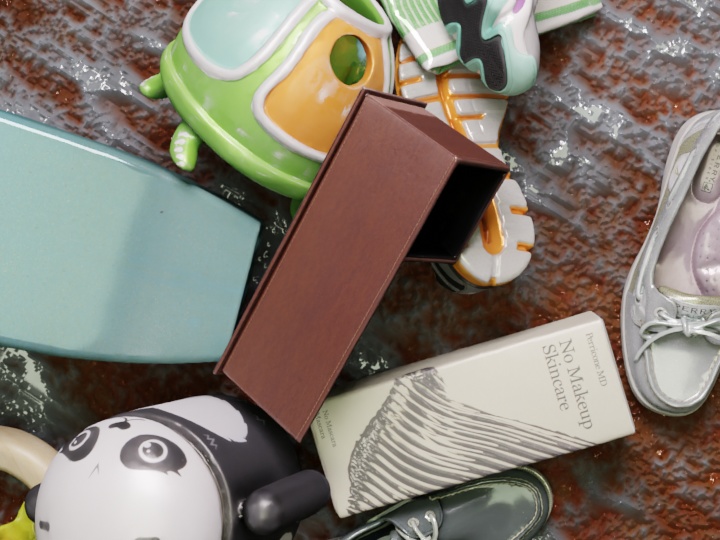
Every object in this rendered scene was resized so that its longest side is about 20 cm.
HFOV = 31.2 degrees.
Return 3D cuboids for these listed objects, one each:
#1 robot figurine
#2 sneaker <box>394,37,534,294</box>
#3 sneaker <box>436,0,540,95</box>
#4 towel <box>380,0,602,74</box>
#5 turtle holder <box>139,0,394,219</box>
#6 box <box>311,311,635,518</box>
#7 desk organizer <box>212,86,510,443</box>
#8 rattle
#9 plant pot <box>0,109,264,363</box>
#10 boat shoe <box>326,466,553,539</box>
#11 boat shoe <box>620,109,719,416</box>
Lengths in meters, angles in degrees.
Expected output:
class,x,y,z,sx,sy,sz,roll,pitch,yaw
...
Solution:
class,x,y,z,sx,sy,sz,roll,pitch,yaw
robot figurine,-0.111,0.140,0.793,0.150,0.200,0.125,-45,75,18
sneaker,0.057,-0.077,0.842,0.078,0.077,0.201,-1,71,-15
sneaker,0.109,-0.213,0.793,0.139,0.078,0.201,-15,84,-20
towel,0.059,-0.237,0.834,0.152,0.023,0.201,-23,88,-22
turtle holder,-0.046,-0.131,0.818,0.141,0.186,0.132,33,113,-12
box,0.071,0.093,0.844,0.199,0.068,0.083,-18,89,6
desk organizer,0.000,0.000,0.776,0.077,0.072,0.201,38,109,28
rattle,-0.281,0.155,0.840,0.200,0.143,0.130,46,131,-5
plant pot,-0.168,-0.014,0.832,0.199,0.141,0.142,15,92,-2
boat shoe,0.035,0.187,0.851,0.199,0.062,0.073,-23,89,5
boat shoe,0.216,-0.005,0.831,0.074,0.065,0.203,14,92,5
